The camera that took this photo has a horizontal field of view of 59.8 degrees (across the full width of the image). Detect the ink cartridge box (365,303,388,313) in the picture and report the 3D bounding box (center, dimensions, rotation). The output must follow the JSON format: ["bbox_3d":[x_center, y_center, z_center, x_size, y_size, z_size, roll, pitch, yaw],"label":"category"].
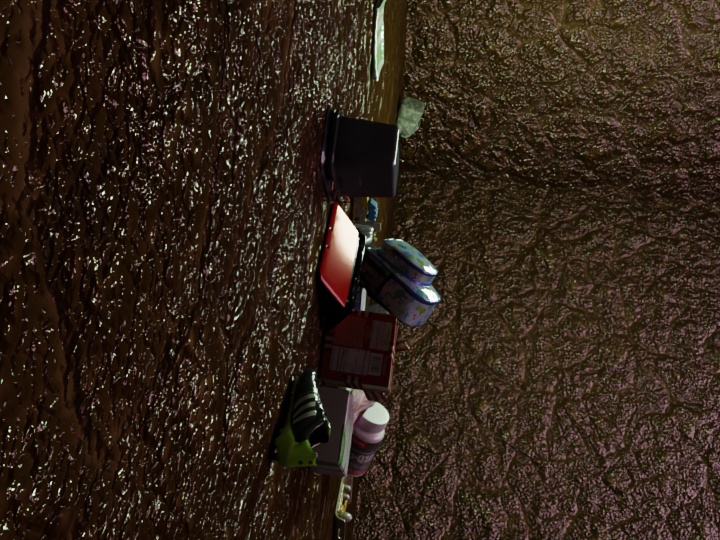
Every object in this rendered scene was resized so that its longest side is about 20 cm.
[{"bbox_3d":[0.040,0.167,1.824,0.045,0.173,0.201,60,22,-24],"label":"ink cartridge box"}]

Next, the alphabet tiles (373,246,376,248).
[{"bbox_3d":[0.041,-0.026,1.930,0.201,0.007,0.170,-122,-164,-57],"label":"alphabet tiles"}]

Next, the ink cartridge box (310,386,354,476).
[{"bbox_3d":[-0.064,0.347,1.334,0.201,0.081,0.149,84,13,-64],"label":"ink cartridge box"}]

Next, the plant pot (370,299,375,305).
[{"bbox_3d":[0.139,0.110,2.873,0.203,0.197,0.191,89,25,-54],"label":"plant pot"}]

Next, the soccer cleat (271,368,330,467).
[{"bbox_3d":[-0.083,0.236,1.003,0.201,0.079,0.069,-76,171,-58],"label":"soccer cleat"}]

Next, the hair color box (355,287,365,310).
[{"bbox_3d":[-0.021,0.085,1.640,0.110,0.063,0.204,-73,170,-62],"label":"hair color box"}]

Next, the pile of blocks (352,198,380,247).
[{"bbox_3d":[0.020,-0.152,1.705,0.063,0.080,0.203,-77,171,-51],"label":"pile of blocks"}]

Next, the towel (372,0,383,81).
[{"bbox_3d":[0.054,-0.668,1.804,0.154,0.023,0.203,-76,171,-54],"label":"towel"}]

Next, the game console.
[{"bbox_3d":[-0.062,-0.004,1.314,0.172,0.117,0.203,-42,-151,47],"label":"game console"}]

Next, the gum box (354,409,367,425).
[{"bbox_3d":[-0.015,0.335,1.741,0.114,0.065,0.201,-56,-172,24],"label":"gum box"}]

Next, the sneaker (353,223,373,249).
[{"bbox_3d":[-0.011,-0.042,1.530,0.200,0.074,0.116,-59,158,-73],"label":"sneaker"}]

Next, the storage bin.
[{"bbox_3d":[0.004,-0.200,1.187,0.200,0.131,0.149,74,22,-74],"label":"storage bin"}]

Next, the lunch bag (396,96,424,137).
[{"bbox_3d":[0.260,-0.829,3.402,0.201,0.137,0.170,-75,-174,-56],"label":"lunch bag"}]

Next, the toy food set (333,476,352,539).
[{"bbox_3d":[-0.052,0.847,2.204,0.201,0.059,0.146,-74,169,-60],"label":"toy food set"}]

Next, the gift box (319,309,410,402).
[{"bbox_3d":[0.013,0.197,1.442,0.187,0.196,0.189,82,21,-76],"label":"gift box"}]

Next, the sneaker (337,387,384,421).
[{"bbox_3d":[-0.009,0.307,1.571,0.200,0.075,0.093,-43,134,-27],"label":"sneaker"}]

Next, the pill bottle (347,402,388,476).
[{"bbox_3d":[0.002,0.482,1.803,0.114,0.112,0.203,-73,-174,-64],"label":"pill bottle"}]

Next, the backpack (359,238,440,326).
[{"bbox_3d":[0.098,0.025,1.485,0.148,0.200,0.182,-51,159,18],"label":"backpack"}]
